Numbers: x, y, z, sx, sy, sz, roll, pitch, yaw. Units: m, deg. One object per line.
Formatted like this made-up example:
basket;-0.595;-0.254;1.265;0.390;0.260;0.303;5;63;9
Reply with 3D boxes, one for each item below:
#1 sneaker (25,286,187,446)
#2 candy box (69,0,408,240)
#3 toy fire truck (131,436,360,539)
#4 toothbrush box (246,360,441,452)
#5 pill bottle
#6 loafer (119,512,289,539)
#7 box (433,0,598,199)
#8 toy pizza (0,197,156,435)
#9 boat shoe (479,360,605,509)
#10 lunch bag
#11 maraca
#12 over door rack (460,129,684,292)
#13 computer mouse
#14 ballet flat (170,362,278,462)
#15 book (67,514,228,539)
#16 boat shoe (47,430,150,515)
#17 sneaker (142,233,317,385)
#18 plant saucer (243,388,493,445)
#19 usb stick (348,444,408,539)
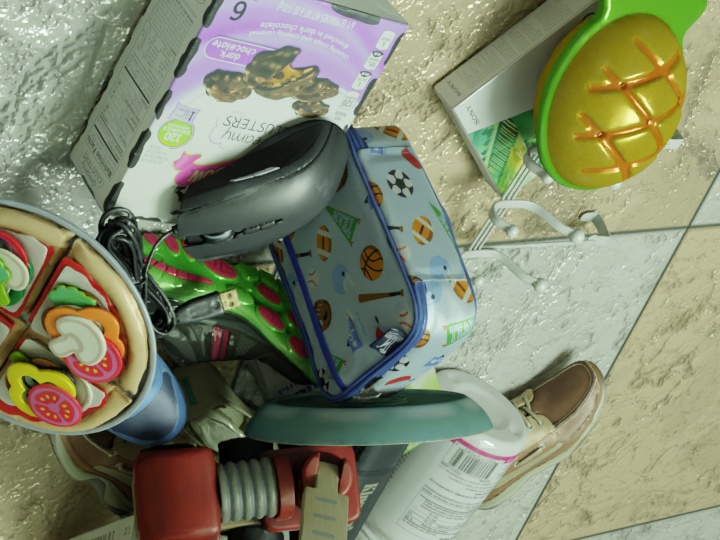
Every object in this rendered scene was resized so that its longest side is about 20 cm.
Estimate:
sneaker;-0.195;0.063;1.164;0.074;0.082;0.201;-41;118;-9
candy box;-0.087;-0.126;1.112;0.167;0.072;0.201;6;126;-43
toy fire truck;-0.078;0.180;1.177;0.174;0.130;0.200;-4;166;-12
toothbrush box;-0.013;0.095;1.393;0.145;0.086;0.201;-29;141;-9
pill bottle;0.068;0.207;1.553;0.113;0.114;0.201;9;124;-43
loafer;-0.128;0.203;1.358;0.198;0.071;0.070;-1;159;21
box;0.169;-0.163;1.309;0.199;0.036;0.144;-36;143;2
toy pizza;-0.238;0.041;1.094;0.032;0.199;0.201;-61;171;-52
boat shoe;0.170;0.168;1.618;0.200;0.076;0.072;-46;137;9
lunch bag;0.000;0.000;1.198;0.075;0.202;0.160;-1;153;-39
maraca;0.206;-0.156;1.235;0.136;0.107;0.201;6;113;-39
over door rack;0.193;-0.055;1.377;0.199;0.067;0.148;-15;149;-40
computer mouse;-0.085;-0.019;1.129;0.199;0.046;0.141;-26;141;-15
ballet flat;-0.115;0.149;1.385;0.069;0.070;0.200;-37;143;1
book;-0.178;0.255;1.353;0.133;0.048;0.200;21;154;-26
boat shoe;-0.206;0.137;1.289;0.071;0.076;0.200;-24;152;1
sneaker;-0.114;0.039;1.247;0.199;0.077;0.084;29;127;-22
plant saucer;0.006;0.114;1.241;0.199;0.199;0.028;-2;90;-37
usb stick;-0.003;0.196;1.408;0.055;0.033;0.201;-12;143;-35
